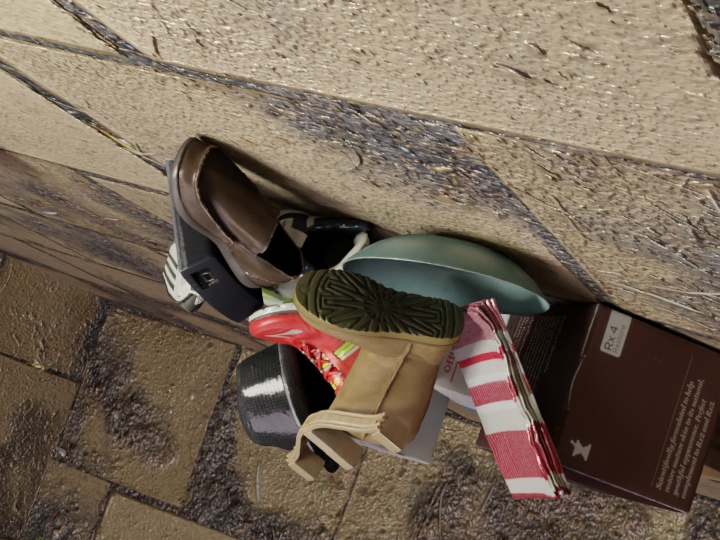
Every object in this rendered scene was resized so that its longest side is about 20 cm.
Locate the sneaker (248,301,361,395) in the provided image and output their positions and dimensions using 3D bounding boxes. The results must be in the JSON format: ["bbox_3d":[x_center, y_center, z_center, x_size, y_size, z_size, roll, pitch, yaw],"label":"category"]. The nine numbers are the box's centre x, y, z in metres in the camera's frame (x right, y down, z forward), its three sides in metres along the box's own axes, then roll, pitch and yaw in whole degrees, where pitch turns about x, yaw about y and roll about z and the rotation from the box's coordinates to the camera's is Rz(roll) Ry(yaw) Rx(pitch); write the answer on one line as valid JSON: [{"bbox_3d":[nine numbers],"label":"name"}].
[{"bbox_3d":[-0.025,0.089,1.436,0.199,0.085,0.077,15,160,-9],"label":"sneaker"}]

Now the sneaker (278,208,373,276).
[{"bbox_3d":[0.000,0.000,1.381,0.199,0.080,0.130,33,177,-17],"label":"sneaker"}]

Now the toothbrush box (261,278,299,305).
[{"bbox_3d":[-0.059,0.006,1.552,0.145,0.086,0.200,24,172,-24],"label":"toothbrush box"}]

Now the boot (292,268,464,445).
[{"bbox_3d":[0.000,0.095,1.338,0.175,0.066,0.200,16,140,-5],"label":"boot"}]

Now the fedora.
[{"bbox_3d":[-0.087,0.146,1.543,0.091,0.201,0.201,-14,164,10],"label":"fedora"}]

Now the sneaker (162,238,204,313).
[{"bbox_3d":[-0.173,0.009,1.731,0.200,0.116,0.076,14,170,37],"label":"sneaker"}]

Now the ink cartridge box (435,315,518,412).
[{"bbox_3d":[0.142,0.099,1.559,0.068,0.116,0.200,16,171,23],"label":"ink cartridge box"}]

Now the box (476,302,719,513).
[{"bbox_3d":[0.248,0.140,1.401,0.164,0.166,0.200,22,172,-14],"label":"box"}]

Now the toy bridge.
[{"bbox_3d":[-0.028,0.175,1.393,0.067,0.027,0.200,41,147,-14],"label":"toy bridge"}]

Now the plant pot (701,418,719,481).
[{"bbox_3d":[0.367,0.182,1.654,0.200,0.093,0.201,19,171,3],"label":"plant pot"}]

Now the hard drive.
[{"bbox_3d":[-0.146,-0.030,1.389,0.042,0.135,0.200,-12,162,8],"label":"hard drive"}]

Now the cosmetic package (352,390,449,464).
[{"bbox_3d":[0.052,0.125,1.650,0.113,0.201,0.081,26,170,-33],"label":"cosmetic package"}]

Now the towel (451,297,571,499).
[{"bbox_3d":[0.135,0.128,1.313,0.023,0.201,0.144,-21,177,-15],"label":"towel"}]

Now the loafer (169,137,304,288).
[{"bbox_3d":[-0.108,-0.055,1.268,0.071,0.073,0.200,4,151,30],"label":"loafer"}]

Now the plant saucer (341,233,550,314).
[{"bbox_3d":[0.083,-0.001,1.277,0.200,0.039,0.201,12,169,2],"label":"plant saucer"}]
